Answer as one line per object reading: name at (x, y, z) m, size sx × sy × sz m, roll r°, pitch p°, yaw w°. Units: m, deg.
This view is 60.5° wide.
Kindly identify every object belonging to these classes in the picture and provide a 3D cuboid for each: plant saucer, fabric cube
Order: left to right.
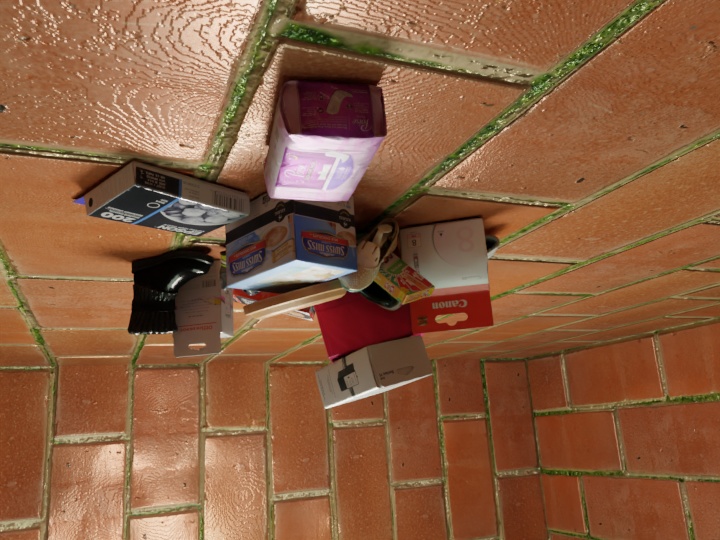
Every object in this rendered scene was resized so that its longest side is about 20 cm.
plant saucer at (-0.111, 0.054, 1.115) m, size 0.199 × 0.033 × 0.200 m, roll -16°, pitch 177°, yaw -1°
fabric cube at (0.010, 0.073, 1.306) m, size 0.198 × 0.201 × 0.196 m, roll -17°, pitch 167°, yaw 0°

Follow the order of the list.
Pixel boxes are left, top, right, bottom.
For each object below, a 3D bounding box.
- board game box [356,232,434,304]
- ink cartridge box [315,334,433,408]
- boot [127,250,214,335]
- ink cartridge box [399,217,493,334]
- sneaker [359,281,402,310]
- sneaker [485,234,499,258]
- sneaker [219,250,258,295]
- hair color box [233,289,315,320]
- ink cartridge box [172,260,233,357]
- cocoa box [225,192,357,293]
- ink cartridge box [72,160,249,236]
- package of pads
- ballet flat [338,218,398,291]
board game box at (0.037, -0.013, 1.141) m, size 0.095 × 0.200 × 0.030 m, roll -13°, pitch 133°, yaw -52°
ink cartridge box at (0.024, 0.201, 1.225) m, size 0.146 × 0.084 × 0.200 m, roll -7°, pitch 164°, yaw -38°
boot at (-0.389, 0.051, 1.273) m, size 0.210 × 0.159 × 0.079 m, roll -11°, pitch 164°, yaw 27°
ink cartridge box at (0.163, 0.011, 1.172) m, size 0.161 × 0.201 × 0.057 m, roll -7°, pitch 166°, yaw 12°
sneaker at (0.000, 0.000, 1.172) m, size 0.199 × 0.081 × 0.086 m, roll 33°, pitch -176°, yaw 10°
sneaker at (0.184, -0.045, 1.232) m, size 0.199 × 0.075 × 0.089 m, roll -11°, pitch 168°, yaw -14°
sneaker at (-0.209, 0.012, 1.288) m, size 0.199 × 0.081 × 0.074 m, roll 12°, pitch -169°, yaw -35°
hair color box at (-0.203, 0.058, 1.437) m, size 0.199 × 0.062 × 0.102 m, roll 13°, pitch 166°, yaw 5°
ink cartridge box at (-0.342, 0.088, 1.342) m, size 0.116 × 0.201 × 0.067 m, roll -7°, pitch 165°, yaw 12°
cocoa box at (-0.118, -0.046, 1.022) m, size 0.133 × 0.132 × 0.199 m, roll 10°, pitch 160°, yaw -43°
ink cartridge box at (-0.311, -0.097, 0.961) m, size 0.199 × 0.044 × 0.197 m, roll -15°, pitch 162°, yaw 41°
package of pads at (-0.051, -0.150, 0.754) m, size 0.120 × 0.076 × 0.200 m, roll -1°, pitch 165°, yaw -14°
ballet flat at (0.016, -0.036, 1.074) m, size 0.067 × 0.200 × 0.063 m, roll 25°, pitch 125°, yaw 8°
